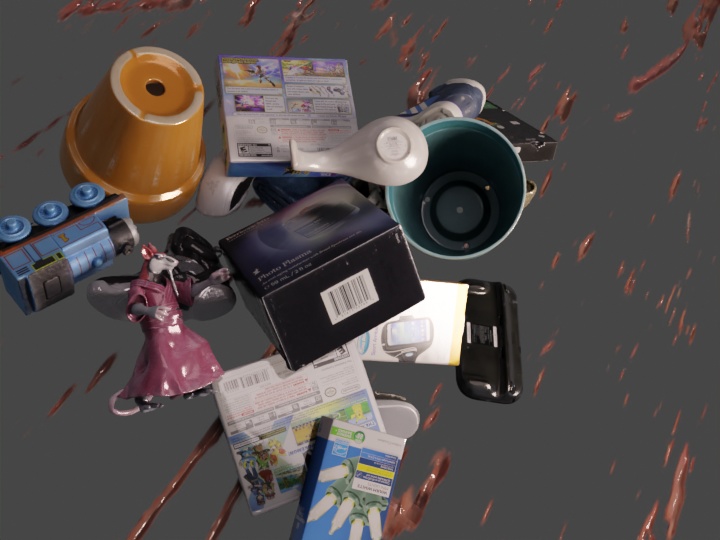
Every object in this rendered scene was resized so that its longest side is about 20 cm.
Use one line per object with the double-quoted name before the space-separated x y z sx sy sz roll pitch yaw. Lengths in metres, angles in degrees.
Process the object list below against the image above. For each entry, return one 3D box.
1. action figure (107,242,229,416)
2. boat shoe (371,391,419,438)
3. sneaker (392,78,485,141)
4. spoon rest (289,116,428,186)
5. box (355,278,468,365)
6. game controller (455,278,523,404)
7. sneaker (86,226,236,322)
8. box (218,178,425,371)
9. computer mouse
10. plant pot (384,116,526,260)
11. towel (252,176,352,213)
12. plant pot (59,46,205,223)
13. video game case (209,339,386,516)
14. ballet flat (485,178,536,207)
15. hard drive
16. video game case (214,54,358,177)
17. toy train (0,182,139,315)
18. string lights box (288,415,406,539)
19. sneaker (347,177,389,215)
"action figure" -0.243 0.065 1.279 0.133 0.148 0.202 -8 80 -52
"boat shoe" -0.021 0.191 1.385 0.197 0.069 0.057 7 14 -9
"sneaker" 0.109 -0.235 1.627 0.081 0.199 0.146 58 42 -12
"spoon rest" -0.003 -0.163 1.434 0.197 0.061 0.101 -4 81 -12
"box" 0.053 0.069 1.467 0.198 0.041 0.121 6 94 -21
"game controller" 0.191 0.103 1.556 0.103 0.042 0.202 5 59 -6
"sneaker" -0.266 0.004 1.368 0.198 0.076 0.115 3 57 -28
"box" -0.056 -0.002 1.345 0.199 0.198 0.124 -28 120 -12
"computer mouse" -0.177 -0.159 1.501 0.108 0.044 0.201 13 53 17
"plant pot" 0.143 -0.106 1.532 0.197 0.188 0.203 -1 84 7
"towel" -0.069 -0.155 1.568 0.111 0.049 0.200 40 53 2
"plant pot" -0.293 -0.196 1.398 0.198 0.183 0.202 12 57 -19
"video game case" -0.075 0.192 1.323 0.198 0.022 0.184 -17 83 -15
"ballet flat" 0.199 -0.162 1.684 0.198 0.075 0.068 21 55 -13
"hard drive" 0.207 -0.229 1.686 0.138 0.038 0.200 -6 32 -32
"video game case" -0.105 -0.224 1.499 0.198 0.046 0.183 -1 65 -17
"toy train" -0.373 -0.032 1.309 0.199 0.087 0.114 -29 57 -29
"string lights box" -0.021 0.292 1.275 0.102 0.059 0.202 17 82 -16
"sneaker" 0.017 -0.100 1.525 0.074 0.089 0.199 26 26 26
